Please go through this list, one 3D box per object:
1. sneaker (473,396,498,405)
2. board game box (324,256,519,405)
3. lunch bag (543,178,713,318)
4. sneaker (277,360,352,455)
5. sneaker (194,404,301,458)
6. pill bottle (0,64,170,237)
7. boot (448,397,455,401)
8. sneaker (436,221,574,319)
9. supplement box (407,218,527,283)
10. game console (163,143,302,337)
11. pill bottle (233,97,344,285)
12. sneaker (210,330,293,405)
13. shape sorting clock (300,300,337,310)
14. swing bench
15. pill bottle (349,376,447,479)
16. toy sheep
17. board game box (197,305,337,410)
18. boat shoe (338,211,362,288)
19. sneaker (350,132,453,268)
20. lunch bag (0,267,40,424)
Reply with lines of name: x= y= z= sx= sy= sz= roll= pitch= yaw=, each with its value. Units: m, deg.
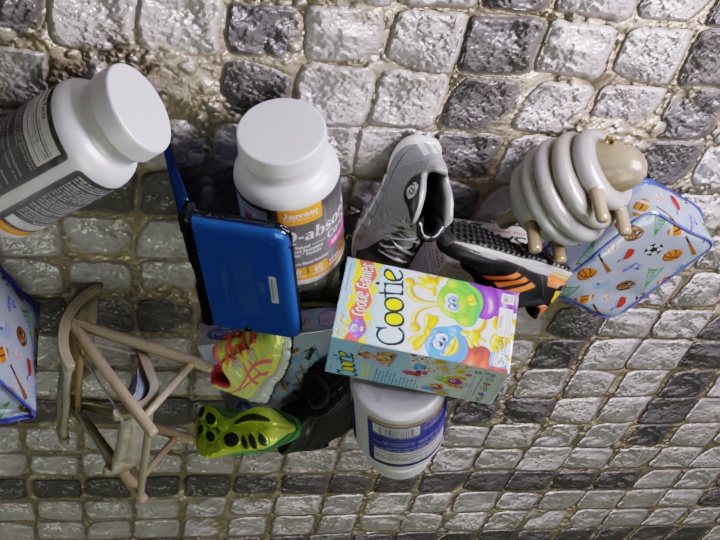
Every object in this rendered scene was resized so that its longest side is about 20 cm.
sneaker: x=0.120 y=0.114 z=1.408 sx=0.073 sy=0.088 sz=0.200 roll=-27 pitch=139 yaw=27
board game box: x=0.068 y=0.070 z=1.260 sx=0.198 sy=0.104 sz=0.105 roll=12 pitch=152 yaw=-1
lunch bag: x=0.335 y=-0.022 z=1.400 sx=0.160 sy=0.076 sz=0.200 roll=20 pitch=135 yaw=-35
sneaker: x=-0.041 y=0.181 z=1.482 sx=0.090 sy=0.076 sz=0.200 roll=7 pitch=144 yaw=-32
sneaker: x=-0.156 y=0.220 z=1.488 sx=0.083 sy=0.075 sz=0.199 roll=14 pitch=167 yaw=-41
pill bottle: x=-0.298 y=-0.121 z=1.111 sx=0.199 sy=0.117 sz=0.116 roll=-24 pitch=140 yaw=22
boot: x=0.094 y=0.147 z=1.563 sx=0.199 sy=0.068 sz=0.131 roll=-24 pitch=148 yaw=-26
sneaker: x=0.159 y=0.009 z=1.282 sx=0.199 sy=0.070 sz=0.090 roll=14 pitch=109 yaw=-36
supplement box: x=0.125 y=0.024 z=1.424 sx=0.125 sy=0.074 sz=0.200 roll=7 pitch=143 yaw=-19
game console: x=-0.142 y=-0.035 z=1.228 sx=0.169 sy=0.119 sz=0.201 roll=9 pitch=145 yaw=8
pill bottle: x=-0.078 y=-0.084 z=1.211 sx=0.115 sy=0.117 sz=0.201 roll=-6 pitch=144 yaw=-2
sneaker: x=-0.136 y=0.101 z=1.367 sx=0.090 sy=0.079 sz=0.201 roll=13 pitch=137 yaw=-14
shape sorting clock: x=-0.061 y=0.109 z=1.535 sx=0.198 sy=0.039 sz=0.201 roll=-1 pitch=141 yaw=-1
swing bench: x=-0.313 y=0.160 z=1.420 sx=0.199 sy=0.130 sz=0.199 roll=32 pitch=141 yaw=10
pill bottle: x=0.048 y=0.179 z=1.382 sx=0.119 sy=0.120 sz=0.201 roll=-5 pitch=146 yaw=-2
toy sheep: x=0.233 y=-0.087 z=1.248 sx=0.199 sy=0.139 sz=0.138 roll=-24 pitch=141 yaw=35
board game box: x=-0.099 y=0.132 z=1.496 sx=0.198 sy=0.041 sz=0.201 roll=-7 pitch=140 yaw=5
boat shoe: x=0.000 y=0.000 z=1.382 sx=0.056 sy=0.069 sz=0.201 roll=-4 pitch=136 yaw=-6
sneaker: x=0.049 y=-0.044 z=1.238 sx=0.074 sy=0.116 sz=0.201 roll=7 pitch=119 yaw=-21
lunch bag: x=-0.477 y=0.073 z=1.311 sx=0.123 sy=0.171 sz=0.200 roll=-16 pitch=144 yaw=5
